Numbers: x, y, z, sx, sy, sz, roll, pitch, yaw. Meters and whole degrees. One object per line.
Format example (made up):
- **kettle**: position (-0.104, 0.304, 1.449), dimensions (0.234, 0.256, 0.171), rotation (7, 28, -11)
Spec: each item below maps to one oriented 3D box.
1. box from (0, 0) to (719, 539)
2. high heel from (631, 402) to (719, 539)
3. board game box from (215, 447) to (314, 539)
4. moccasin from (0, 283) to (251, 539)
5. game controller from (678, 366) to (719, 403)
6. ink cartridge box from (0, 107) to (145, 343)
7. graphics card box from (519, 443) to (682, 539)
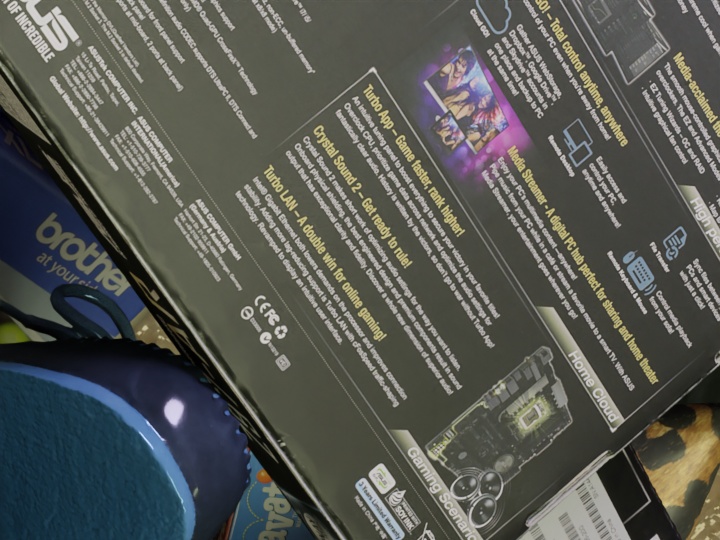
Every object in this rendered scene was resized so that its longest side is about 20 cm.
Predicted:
- **box**: position (0.014, -0.044, 0.647), dimensions (0.160, 0.044, 0.200), rotation (-40, 119, -10)
- **high heel**: position (0.025, 0.117, 0.817), dimensions (0.200, 0.143, 0.071), rotation (-39, 97, 20)
- **board game box**: position (0.020, 0.035, 0.864), dimensions (0.103, 0.019, 0.201), rotation (8, 122, -12)
- **moccasin**: position (-0.081, 0.042, 0.708), dimensions (0.068, 0.200, 0.081), rotation (-29, 100, -34)
- **game controller**: position (0.079, -0.025, 0.869), dimensions (0.104, 0.042, 0.201), rotation (1, 122, -10)
- **ink cartridge box**: position (-0.137, 0.011, 0.777), dimensions (0.200, 0.042, 0.119), rotation (-46, 131, 6)
- **graphics card box**: position (0.000, 0.000, 0.752), dimensions (0.051, 0.125, 0.200), rotation (-39, 120, -15)
